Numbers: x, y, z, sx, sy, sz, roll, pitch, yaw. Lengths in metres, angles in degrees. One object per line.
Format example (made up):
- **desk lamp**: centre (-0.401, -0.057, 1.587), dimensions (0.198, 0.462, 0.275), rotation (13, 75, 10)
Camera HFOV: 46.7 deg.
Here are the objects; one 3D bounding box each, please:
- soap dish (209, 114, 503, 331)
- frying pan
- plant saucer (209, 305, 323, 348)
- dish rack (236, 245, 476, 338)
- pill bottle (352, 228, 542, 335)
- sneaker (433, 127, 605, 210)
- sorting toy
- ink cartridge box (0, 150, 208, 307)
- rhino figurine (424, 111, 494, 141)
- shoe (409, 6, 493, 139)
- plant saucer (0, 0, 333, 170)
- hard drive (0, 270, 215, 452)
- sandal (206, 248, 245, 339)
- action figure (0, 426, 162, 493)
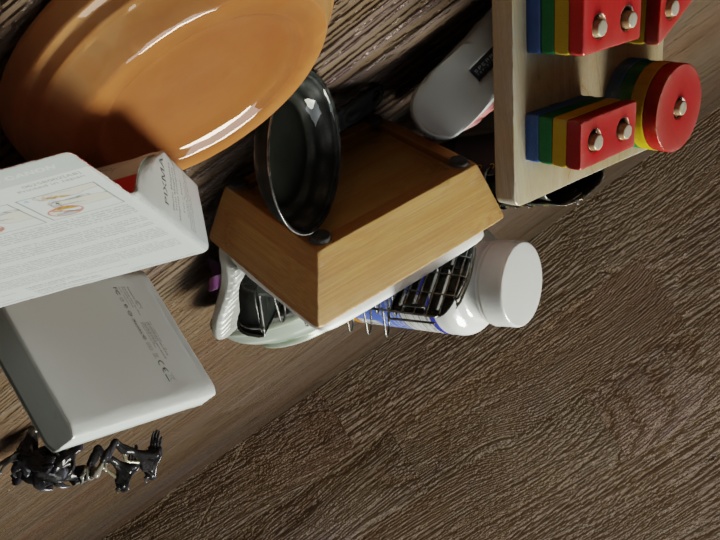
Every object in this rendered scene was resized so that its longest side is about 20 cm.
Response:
- **soap dish**: centre (-0.006, -0.050, 0.698), dimensions (0.200, 0.157, 0.081), rotation (-30, 134, -27)
- **frying pan**: centre (-0.033, -0.112, 0.608), dimensions (0.115, 0.031, 0.190), rotation (68, 33, -48)
- **plant saucer**: centre (-0.075, 0.046, 0.981), dimensions (0.200, 0.050, 0.200), rotation (-19, -166, 5)
- **dish rack**: centre (0.000, 0.000, 0.744), dimensions (0.154, 0.199, 0.055), rotation (-67, 157, -47)
- **pill bottle**: centre (0.075, 0.006, 0.840), dimensions (0.200, 0.112, 0.112), rotation (4, -162, 39)
- **sneaker**: centre (0.118, -0.084, 0.777), dimensions (0.200, 0.075, 0.106), rotation (-22, -154, 4)
- **sorting toy**: centre (0.188, -0.165, 0.618), dimensions (0.199, 0.200, 0.070), rotation (-24, -151, -36)
- **ink cartridge box**: centre (-0.177, -0.027, 0.409), dimensions (0.162, 0.057, 0.200), rotation (-15, 166, 2)
- **rhino figurine**: centre (0.144, -0.170, 0.862), dimensions (0.200, 0.060, 0.087), rotation (-35, 163, -10)
- **shoe**: centre (0.121, -0.187, 0.708), dimensions (0.200, 0.071, 0.091), rotation (-41, -174, 6)
- **plant saucer**: centre (-0.093, -0.108, 0.455), dimensions (0.200, 0.037, 0.200), rotation (-32, 170, -6)
- **hard drive**: centre (-0.195, 0.057, 0.634), dimensions (0.026, 0.132, 0.200), rotation (-36, 170, 14)
- **sandal**: centre (-0.125, -0.006, 0.828), dimensions (0.082, 0.050, 0.203), rotation (-45, 166, -37)
- **action figure**: centre (-0.355, 0.223, 1.035), dimensions (0.119, 0.102, 0.200), rotation (-31, 148, 36)
